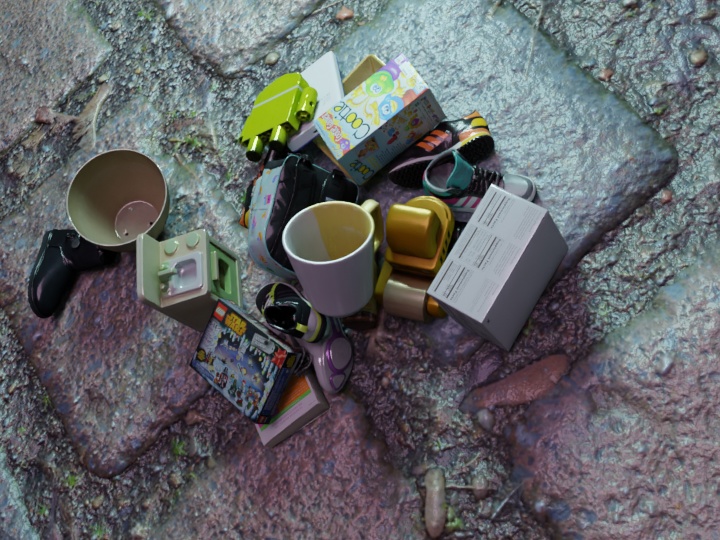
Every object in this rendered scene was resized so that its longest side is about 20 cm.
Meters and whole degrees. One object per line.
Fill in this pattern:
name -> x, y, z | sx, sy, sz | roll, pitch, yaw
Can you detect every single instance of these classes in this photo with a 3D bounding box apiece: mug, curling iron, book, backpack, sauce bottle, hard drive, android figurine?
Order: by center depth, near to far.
mug -> -0.024, -0.013, 1.480 | 0.184, 0.155, 0.150 | -21, 43, -11
curling iron -> -0.169, 0.173, 1.577 | 0.198, 0.026, 0.050 | -15, 52, 29
sauce bottle -> 0.000, 0.000, 1.593 | 0.065, 0.066, 0.203 | -8, 68, 21
book -> -0.152, 0.191, 1.602 | 0.133, 0.048, 0.202 | -35, 59, 11
backpack -> -0.115, -0.083, 1.608 | 0.152, 0.174, 0.203 | -13, 62, 52
android figurine -> -0.157, -0.296, 1.712 | 0.180, 0.041, 0.202 | -19, 44, 35
hard drive -> -0.090, -0.324, 1.728 | 0.131, 0.025, 0.202 | -33, 38, 19

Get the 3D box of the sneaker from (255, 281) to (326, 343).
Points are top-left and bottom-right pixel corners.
sneaker -> -0.135, 0.063, 1.553 | 0.199, 0.082, 0.073 | 23, 95, 49

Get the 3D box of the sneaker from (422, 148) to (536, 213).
sneaker -> 0.190, -0.153, 1.531 | 0.197, 0.121, 0.085 | 0, 71, 24

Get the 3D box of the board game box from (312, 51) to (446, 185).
board game box -> 0.034, -0.266, 1.600 | 0.199, 0.105, 0.104 | -37, 59, 7

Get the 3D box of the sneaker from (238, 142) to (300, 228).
sneaker -> -0.181, -0.171, 1.730 | 0.089, 0.070, 0.203 | -4, 62, 40

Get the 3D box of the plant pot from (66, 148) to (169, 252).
plant pot -> -0.464, -0.120, 1.796 | 0.197, 0.135, 0.204 | -1, 71, 3

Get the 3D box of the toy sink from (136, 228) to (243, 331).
toy sink -> -0.304, 0.011, 1.649 | 0.110, 0.200, 0.132 | -16, 64, 18

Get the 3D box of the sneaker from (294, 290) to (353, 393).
sneaker -> -0.071, 0.122, 1.588 | 0.099, 0.074, 0.203 | -29, 61, 38

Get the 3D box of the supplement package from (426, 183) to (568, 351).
supplement package -> 0.222, -0.001, 1.439 | 0.110, 0.156, 0.202 | 29, 84, 32

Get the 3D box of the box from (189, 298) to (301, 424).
box -> -0.203, 0.154, 1.567 | 0.199, 0.040, 0.138 | 31, 100, 37

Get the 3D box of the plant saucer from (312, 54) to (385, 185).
plant saucer -> 0.017, -0.276, 1.699 | 0.200, 0.048, 0.200 | -45, 59, 2

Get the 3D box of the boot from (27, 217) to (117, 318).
boot -> -0.586, -0.009, 1.854 | 0.166, 0.076, 0.203 | -9, 61, 25

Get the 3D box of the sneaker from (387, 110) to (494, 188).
sneaker -> 0.138, -0.218, 1.618 | 0.198, 0.070, 0.091 | -21, 52, 14

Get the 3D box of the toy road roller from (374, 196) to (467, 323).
toy road roller -> 0.091, -0.027, 1.513 | 0.121, 0.146, 0.203 | 11, 76, 28
